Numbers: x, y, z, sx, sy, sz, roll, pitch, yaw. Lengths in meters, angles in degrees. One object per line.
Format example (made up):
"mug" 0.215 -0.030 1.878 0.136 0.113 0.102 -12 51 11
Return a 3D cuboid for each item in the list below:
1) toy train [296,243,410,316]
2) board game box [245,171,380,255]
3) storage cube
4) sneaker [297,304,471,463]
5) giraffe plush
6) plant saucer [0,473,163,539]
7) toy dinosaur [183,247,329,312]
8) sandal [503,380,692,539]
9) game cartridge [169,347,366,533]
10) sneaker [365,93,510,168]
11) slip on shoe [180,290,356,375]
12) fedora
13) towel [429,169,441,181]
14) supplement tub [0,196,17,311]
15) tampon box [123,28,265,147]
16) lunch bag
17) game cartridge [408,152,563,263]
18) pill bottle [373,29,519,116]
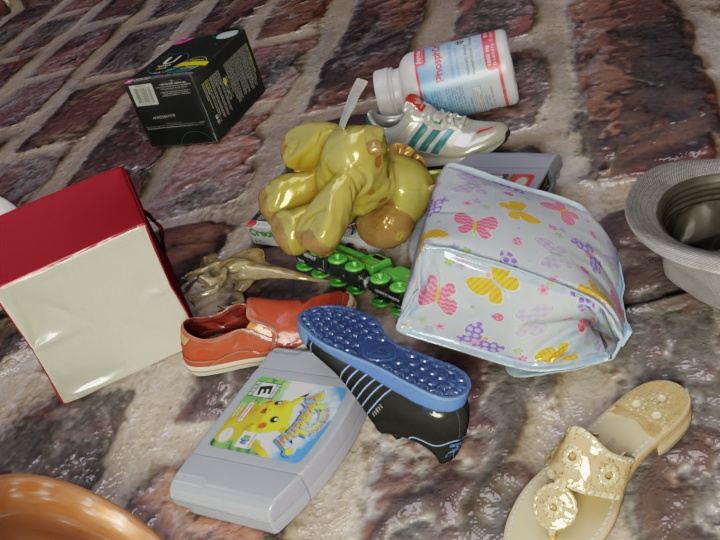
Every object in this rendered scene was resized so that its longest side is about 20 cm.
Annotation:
"toy train" 0.000 0.000 0.987 0.056 0.042 0.200 -24 34 -36
"board game box" -0.036 -0.077 1.128 0.199 0.035 0.126 8 47 36
"storage cube" -0.311 0.014 1.020 0.199 0.171 0.180 -25 34 -11
"sneaker" 0.013 0.099 0.783 0.070 0.078 0.200 -20 34 -37
"giraffe plush" 0.008 -0.091 0.982 0.200 0.162 0.173 -53 41 17
"plant saucer" -0.209 0.227 0.650 0.038 0.200 0.200 -55 35 5
"toy dinosaur" -0.145 0.003 1.053 0.199 0.058 0.101 7 39 35
"sandal" 0.175 0.136 0.667 0.211 0.070 0.077 -37 36 -26
"game cartridge" -0.070 0.148 0.816 0.133 0.041 0.200 6 40 29
"sneaker" 0.097 -0.191 1.178 0.199 0.094 0.070 -5 25 23
"slip on shoe" -0.101 0.058 0.944 0.199 0.061 0.074 -15 30 5
"fedora" 0.345 -0.024 0.801 0.199 0.091 0.177 3 39 21
"towel" 0.134 -0.110 1.115 0.199 0.018 0.086 -4 34 24
"supplement tub" -0.537 0.006 1.176 0.144 0.145 0.200 9 41 37
"tampon box" -0.290 -0.326 1.566 0.149 0.127 0.200 -1 36 25
"lunch bag" 0.148 0.006 0.826 0.199 0.128 0.170 15 35 2
"game cartridge" 0.141 -0.071 1.021 0.133 0.041 0.200 1 42 36
"pill bottle" 0.125 -0.275 1.284 0.199 0.109 0.109 -12 32 13
